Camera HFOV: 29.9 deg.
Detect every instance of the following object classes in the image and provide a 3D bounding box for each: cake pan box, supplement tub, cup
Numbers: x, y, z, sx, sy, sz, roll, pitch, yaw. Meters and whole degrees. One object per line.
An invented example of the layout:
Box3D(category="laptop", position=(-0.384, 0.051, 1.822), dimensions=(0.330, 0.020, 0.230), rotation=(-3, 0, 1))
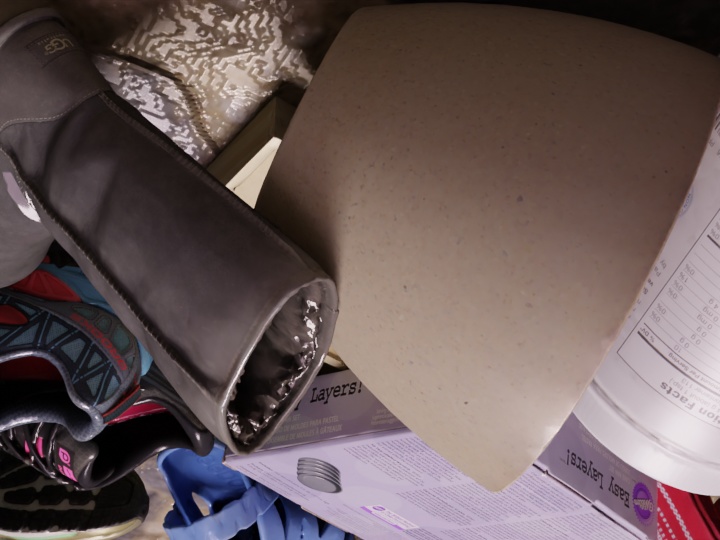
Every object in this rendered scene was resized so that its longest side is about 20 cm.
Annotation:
Box3D(category="cake pan box", position=(0.052, 0.118, 0.789), dimensions=(0.183, 0.053, 0.199), rotation=(-14, 143, 41))
Box3D(category="supplement tub", position=(0.181, -0.013, 0.592), dimensions=(0.130, 0.133, 0.201), rotation=(14, 129, -17))
Box3D(category="cup", position=(0.039, -0.032, 0.565), dimensions=(0.142, 0.201, 0.201), rotation=(28, 136, 0))

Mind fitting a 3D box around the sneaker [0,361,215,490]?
Box3D(category="sneaker", position=(-0.168, 0.078, 0.747), dimensions=(0.197, 0.084, 0.077), rotation=(-8, 139, 8))

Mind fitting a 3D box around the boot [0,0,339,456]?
Box3D(category="boot", position=(-0.102, 0.000, 0.579), dimensions=(0.200, 0.072, 0.183), rotation=(41, 142, 16))

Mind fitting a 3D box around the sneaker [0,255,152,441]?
Box3D(category="sneaker", position=(-0.206, 0.038, 0.680), dimensions=(0.197, 0.096, 0.080), rotation=(5, 135, 7))

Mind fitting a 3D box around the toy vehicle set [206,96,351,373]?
Box3D(category="toy vehicle set", position=(0.000, 0.000, 0.703), dimensions=(0.199, 0.027, 0.124), rotation=(27, 132, -29))

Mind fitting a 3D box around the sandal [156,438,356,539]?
Box3D(category="sandal", position=(-0.067, 0.161, 0.847), dimensions=(0.079, 0.088, 0.200), rotation=(-25, 136, 23))

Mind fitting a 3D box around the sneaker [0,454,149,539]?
Box3D(category="sneaker", position=(-0.210, 0.166, 0.851), dimensions=(0.198, 0.077, 0.089), rotation=(-11, 129, 23))

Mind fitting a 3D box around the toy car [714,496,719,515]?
Box3D(category="toy car", position=(0.256, 0.248, 0.824), dimensions=(0.176, 0.201, 0.185), rotation=(31, 165, 28))

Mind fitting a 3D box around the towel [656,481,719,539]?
Box3D(category="towel", position=(0.156, 0.192, 0.847), dimensions=(0.022, 0.146, 0.200), rotation=(0, 146, -37))
